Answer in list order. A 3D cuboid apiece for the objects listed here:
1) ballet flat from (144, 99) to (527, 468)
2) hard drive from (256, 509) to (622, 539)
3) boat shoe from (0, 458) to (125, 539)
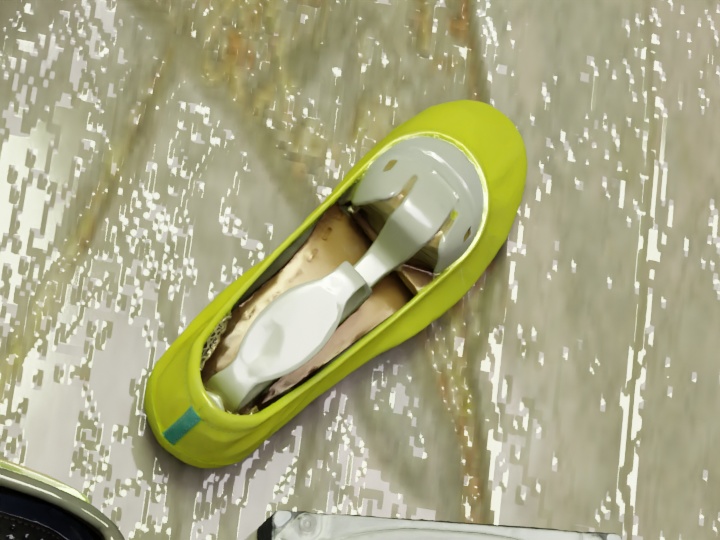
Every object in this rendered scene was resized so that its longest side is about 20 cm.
[{"bbox_3d":[0.000,0.000,1.030,0.200,0.067,0.067,-42,87,-22],"label":"ballet flat"},{"bbox_3d":[0.028,0.192,0.997,0.139,0.038,0.201,6,73,-12],"label":"hard drive"},{"bbox_3d":[-0.171,0.081,0.847,0.201,0.060,0.072,11,64,-12],"label":"boat shoe"}]
